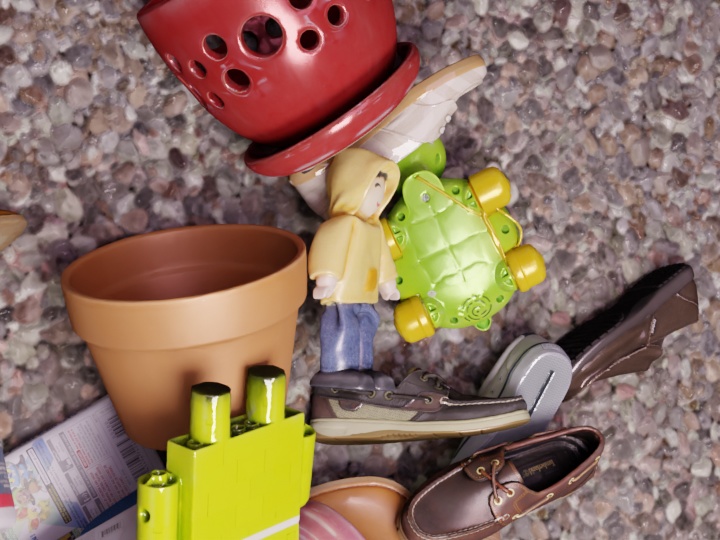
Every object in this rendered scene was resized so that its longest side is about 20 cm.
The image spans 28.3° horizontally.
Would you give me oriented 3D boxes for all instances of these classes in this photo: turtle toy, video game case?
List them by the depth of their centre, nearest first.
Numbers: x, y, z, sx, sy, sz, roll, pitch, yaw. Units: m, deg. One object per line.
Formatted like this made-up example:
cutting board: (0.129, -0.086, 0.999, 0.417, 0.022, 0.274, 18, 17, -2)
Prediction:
video game case: (-0.234, 0.232, 1.207, 0.181, 0.022, 0.201, -30, 99, -19)
turtle toy: (0.073, -0.038, 1.287, 0.145, 0.101, 0.202, -24, 95, 4)

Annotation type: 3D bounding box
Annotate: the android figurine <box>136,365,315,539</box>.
android figurine: (-0.098, 0.177, 1.096, 0.181, 0.041, 0.202, -17, 116, -49)

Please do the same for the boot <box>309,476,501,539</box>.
boot: (0.031, 0.264, 1.233, 0.198, 0.074, 0.156, 3, 58, -4)

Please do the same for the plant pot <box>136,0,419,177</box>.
plant pot: (-0.057, -0.196, 1.198, 0.200, 0.200, 0.183, -41, 109, -17)

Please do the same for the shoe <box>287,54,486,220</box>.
shoe: (0.031, -0.117, 1.242, 0.199, 0.070, 0.054, -34, 95, 3)

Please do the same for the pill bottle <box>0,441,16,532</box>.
pill bottle: (-0.345, 0.115, 1.110, 0.118, 0.120, 0.202, -11, 79, -20)

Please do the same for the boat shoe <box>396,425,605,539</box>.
boat shoe: (0.123, 0.182, 1.232, 0.199, 0.070, 0.071, -22, 70, -26)

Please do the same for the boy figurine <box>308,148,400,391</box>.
boy figurine: (0.000, 0.000, 1.191, 0.124, 0.064, 0.202, 15, 79, -58)

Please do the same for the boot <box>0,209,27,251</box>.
boot: (-0.377, -0.065, 1.137, 0.200, 0.071, 0.145, -16, 64, -49)

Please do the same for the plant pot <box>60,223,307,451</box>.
plant pot: (-0.135, 0.056, 1.170, 0.198, 0.200, 0.142, -14, 109, -20)

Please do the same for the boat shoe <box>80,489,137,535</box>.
boat shoe: (-0.132, 0.201, 1.192, 0.198, 0.084, 0.069, -22, 99, -18)

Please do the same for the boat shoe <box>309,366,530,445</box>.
boat shoe: (0.050, 0.117, 1.260, 0.198, 0.073, 0.066, -4, 81, 7)

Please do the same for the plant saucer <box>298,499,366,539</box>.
plant saucer: (-0.026, 0.293, 1.185, 0.050, 0.200, 0.202, -23, 96, -29)

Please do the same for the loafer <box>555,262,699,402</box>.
loafer: (0.258, 0.071, 1.369, 0.199, 0.073, 0.071, -34, 100, -17)

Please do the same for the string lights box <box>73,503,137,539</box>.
string lights box: (-0.160, 0.286, 1.157, 0.102, 0.059, 0.201, -30, 124, 8)

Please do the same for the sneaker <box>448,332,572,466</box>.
sneaker: (0.129, 0.150, 1.323, 0.073, 0.071, 0.201, 29, 100, -19)
